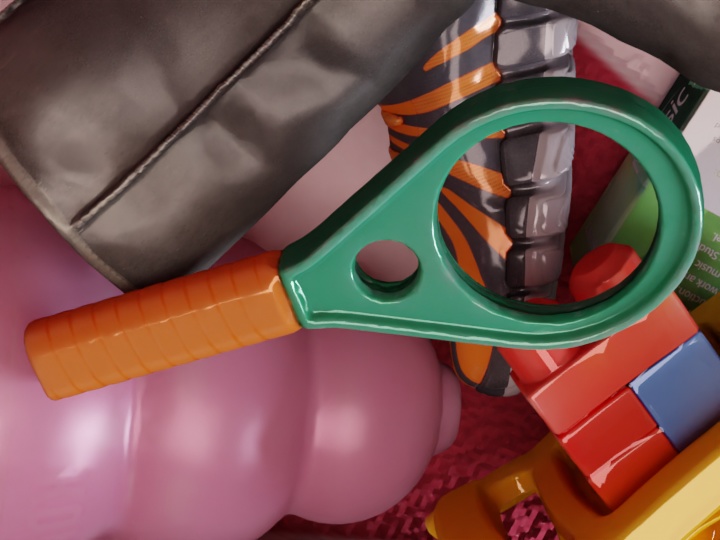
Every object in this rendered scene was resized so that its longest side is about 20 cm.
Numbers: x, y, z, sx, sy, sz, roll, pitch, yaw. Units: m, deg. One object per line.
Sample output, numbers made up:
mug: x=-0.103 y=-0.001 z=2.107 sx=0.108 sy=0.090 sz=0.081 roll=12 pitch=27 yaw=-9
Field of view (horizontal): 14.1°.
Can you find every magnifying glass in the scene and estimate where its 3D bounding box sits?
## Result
magnifying glass: x=0.000 y=0.000 z=0.825 sx=0.199 sy=0.022 sz=0.080 roll=-15 pitch=118 yaw=14

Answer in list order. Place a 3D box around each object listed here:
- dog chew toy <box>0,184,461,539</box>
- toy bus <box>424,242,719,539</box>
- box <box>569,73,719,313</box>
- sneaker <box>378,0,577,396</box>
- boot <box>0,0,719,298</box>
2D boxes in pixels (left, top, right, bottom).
dog chew toy: x=-0.067 y=0.039 z=0.924 sx=0.199 sy=0.125 sz=0.125 roll=4 pitch=113 yaw=-12
toy bus: x=0.089 y=0.091 z=0.892 sx=0.200 sy=0.136 sz=0.192 roll=-40 pitch=110 yaw=3
box: x=0.179 y=-0.048 z=0.936 sx=0.144 sy=0.036 sz=0.200 roll=28 pitch=108 yaw=-13
sneaker: x=0.012 y=-0.060 z=0.912 sx=0.112 sy=0.078 sz=0.201 roll=2 pitch=103 yaw=3
boot: x=0.005 y=-0.059 z=0.837 sx=0.200 sy=0.073 sz=0.182 roll=-44 pitch=84 yaw=4
